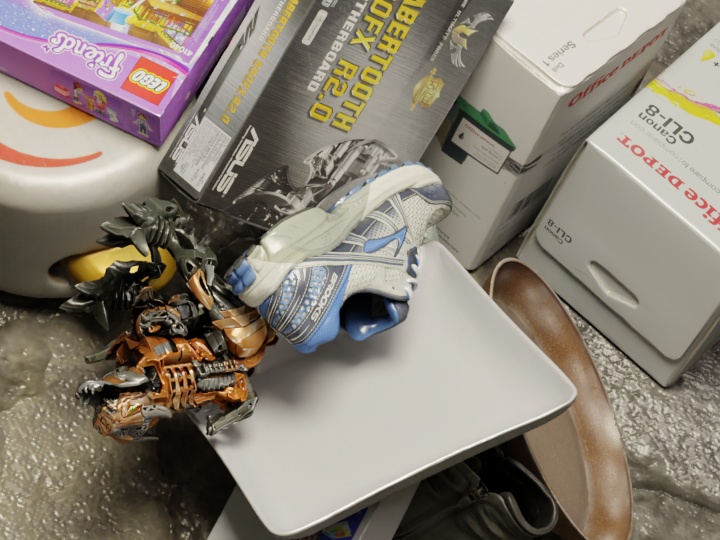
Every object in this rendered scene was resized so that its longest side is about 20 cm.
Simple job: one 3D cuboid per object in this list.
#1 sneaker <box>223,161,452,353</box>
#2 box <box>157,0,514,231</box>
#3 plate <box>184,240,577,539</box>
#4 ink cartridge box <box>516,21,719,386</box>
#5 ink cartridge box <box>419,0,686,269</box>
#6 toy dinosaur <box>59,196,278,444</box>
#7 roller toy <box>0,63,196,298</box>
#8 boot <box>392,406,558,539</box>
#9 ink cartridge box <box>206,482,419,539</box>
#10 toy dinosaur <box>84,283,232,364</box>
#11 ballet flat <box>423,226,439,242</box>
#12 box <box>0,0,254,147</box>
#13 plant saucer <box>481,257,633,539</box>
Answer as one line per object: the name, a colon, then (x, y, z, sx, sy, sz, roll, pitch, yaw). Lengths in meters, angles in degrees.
sneaker: (0.000, 0.000, 1.624, 0.085, 0.077, 0.200, 53, 40, 6)
box: (-0.014, -0.116, 1.664, 0.158, 0.200, 0.048, 21, 14, -48)
plate: (0.003, 0.075, 1.601, 0.200, 0.032, 0.200, -24, 36, -14)
ink cartridge box: (0.236, -0.051, 1.848, 0.145, 0.145, 0.200, 41, 53, 11)
ink cartridge box: (0.119, -0.115, 1.815, 0.084, 0.200, 0.146, 42, 52, 14)
toy dinosaur: (-0.102, 0.035, 1.600, 0.136, 0.102, 0.200, 45, 24, 13)
roller toy: (-0.196, -0.081, 1.713, 0.200, 0.140, 0.182, 16, 56, 4)
boot: (0.029, 0.115, 1.656, 0.200, 0.131, 0.068, 38, 51, 9)
ink cartridge box: (-0.049, 0.183, 1.589, 0.099, 0.039, 0.200, 15, 64, 32)
toy dinosaur: (-0.082, 0.037, 1.696, 0.200, 0.088, 0.047, -22, 56, -16)
ballet flat: (0.029, 0.029, 1.757, 0.071, 0.069, 0.200, 42, 30, -19)
box: (-0.177, -0.177, 1.665, 0.200, 0.039, 0.137, 26, 63, 10)
plant saucer: (0.118, 0.090, 1.707, 0.200, 0.032, 0.200, 50, 27, -37)
